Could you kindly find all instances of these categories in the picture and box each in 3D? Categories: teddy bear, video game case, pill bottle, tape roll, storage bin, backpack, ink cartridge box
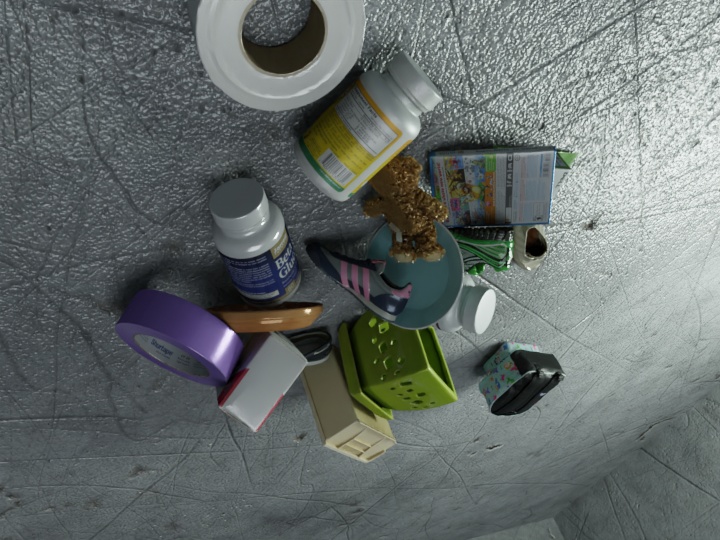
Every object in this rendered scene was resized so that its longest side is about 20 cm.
[{"bbox_3d":[0.075,-0.097,0.973,0.144,0.067,0.201,-17,111,47],"label":"teddy bear"},{"bbox_3d":[0.217,-0.136,0.992,0.198,0.018,0.144,-1,131,10],"label":"video game case"},{"bbox_3d":[0.140,0.047,1.092,0.112,0.198,0.113,-29,128,-47],"label":"pill bottle"},{"bbox_3d":[0.011,-0.200,0.821,0.200,0.113,0.112,-40,139,21],"label":"pill bottle"},{"bbox_3d":[-0.096,-0.291,0.694,0.200,0.071,0.204,-14,140,-12],"label":"tape roll"},{"bbox_3d":[-0.025,0.295,1.312,0.093,0.201,0.199,-34,141,10],"label":"storage bin"},{"bbox_3d":[0.410,0.291,1.569,0.176,0.151,0.201,10,124,-32],"label":"backpack"},{"bbox_3d":[0.303,-0.158,1.063,0.198,0.060,0.104,-1,137,-26],"label":"ink cartridge box"},{"bbox_3d":[-0.183,0.178,1.055,0.085,0.200,0.148,37,83,-16],"label":"ink cartridge box"},{"bbox_3d":[-0.163,-0.041,0.917,0.110,0.112,0.201,-19,142,-6],"label":"pill bottle"},{"bbox_3d":[-0.295,0.114,0.978,0.198,0.066,0.201,19,152,10],"label":"tape roll"}]

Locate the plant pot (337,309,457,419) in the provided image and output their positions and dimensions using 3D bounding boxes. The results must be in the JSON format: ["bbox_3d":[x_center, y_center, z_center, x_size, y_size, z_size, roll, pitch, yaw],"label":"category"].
[{"bbox_3d":[0.068,0.187,1.243,0.180,0.201,0.199,-25,142,14],"label":"plant pot"}]

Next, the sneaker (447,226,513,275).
[{"bbox_3d":[0.176,-0.033,1.062,0.078,0.199,0.086,-12,102,-48],"label":"sneaker"}]

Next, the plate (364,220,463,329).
[{"bbox_3d":[0.093,0.002,1.042,0.200,0.201,0.025,-45,156,26],"label":"plate"}]

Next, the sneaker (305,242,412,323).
[{"bbox_3d":[0.000,0.000,1.029,0.199,0.070,0.082,37,102,-1],"label":"sneaker"}]

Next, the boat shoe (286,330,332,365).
[{"bbox_3d":[-0.151,0.165,1.203,0.198,0.076,0.061,-17,144,-28],"label":"boat shoe"}]

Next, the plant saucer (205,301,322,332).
[{"bbox_3d":[-0.162,0.079,1.017,0.198,0.038,0.200,-1,-179,0],"label":"plant saucer"}]

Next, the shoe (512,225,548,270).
[{"bbox_3d":[0.344,-0.052,1.214,0.069,0.054,0.200,-26,142,3],"label":"shoe"}]
